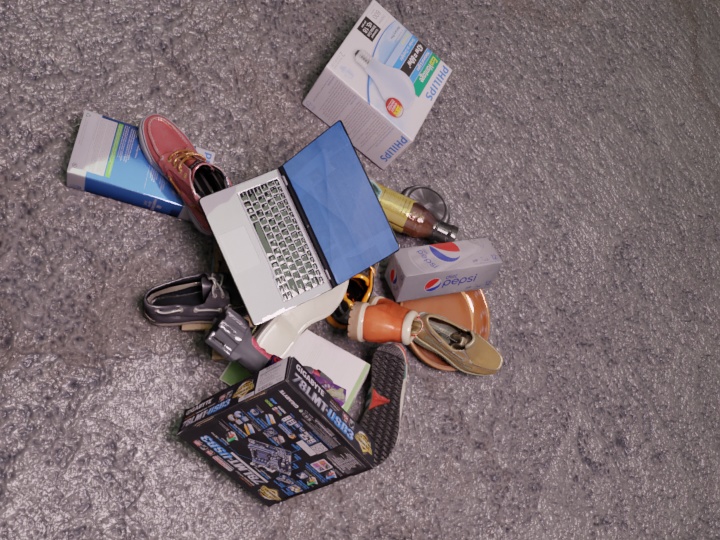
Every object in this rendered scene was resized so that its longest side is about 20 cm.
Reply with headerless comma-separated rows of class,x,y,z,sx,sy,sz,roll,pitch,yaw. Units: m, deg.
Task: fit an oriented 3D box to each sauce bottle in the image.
sauce bottle,0.079,-0.098,1.098,0.196,0.066,0.067,26,65,-3

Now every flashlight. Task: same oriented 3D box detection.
flashlight,-0.127,0.128,0.874,0.200,0.068,0.068,43,84,-19

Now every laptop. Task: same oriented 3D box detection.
laptop,-0.085,-0.061,0.813,0.197,0.116,0.191,-24,85,-22

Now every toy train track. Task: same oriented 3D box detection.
toy train track,-0.216,0.040,0.952,0.112,0.033,0.205,-2,70,-7

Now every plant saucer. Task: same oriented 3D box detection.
plant saucer,0.151,0.083,1.127,0.196,0.037,0.206,7,74,-26

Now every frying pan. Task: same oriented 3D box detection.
frying pan,0.129,-0.081,1.147,0.112,0.031,0.194,-4,64,-21

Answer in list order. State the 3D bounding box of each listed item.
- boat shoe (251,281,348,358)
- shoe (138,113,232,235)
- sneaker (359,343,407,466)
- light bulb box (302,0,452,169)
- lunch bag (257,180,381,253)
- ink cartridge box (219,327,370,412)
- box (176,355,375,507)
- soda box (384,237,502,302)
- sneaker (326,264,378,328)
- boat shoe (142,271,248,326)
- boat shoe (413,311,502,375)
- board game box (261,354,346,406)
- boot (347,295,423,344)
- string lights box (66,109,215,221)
boat shoe,-0.099,0.063,0.958,0.202,0.060,0.073,-46,111,-24
shoe,-0.247,-0.151,0.887,0.071,0.091,0.203,-34,94,-30
sneaker,0.043,0.218,1.014,0.069,0.093,0.205,10,93,14
light bulb box,0.033,-0.339,1.133,0.198,0.124,0.201,36,63,-13
lunch bag,-0.076,-0.076,0.976,0.196,0.170,0.125,-19,83,-27
ink cartridge box,-0.101,0.168,0.970,0.197,0.048,0.147,28,63,8
box,-0.111,0.228,0.834,0.201,0.196,0.050,50,27,-27
soda box,0.145,-0.003,1.069,0.195,0.069,0.064,-8,50,-22
sneaker,0.000,0.000,1.050,0.077,0.077,0.204,22,66,-18
boat shoe,-0.221,0.037,0.900,0.195,0.063,0.074,-10,69,-10
boat shoe,0.177,0.129,1.063,0.197,0.076,0.073,23,66,-20
board game box,-0.119,0.210,0.868,0.118,0.201,0.033,30,33,-13
boot,0.053,0.086,0.989,0.104,0.200,0.077,5,93,13
string lights box,-0.329,-0.154,0.931,0.196,0.059,0.105,16,69,-23
